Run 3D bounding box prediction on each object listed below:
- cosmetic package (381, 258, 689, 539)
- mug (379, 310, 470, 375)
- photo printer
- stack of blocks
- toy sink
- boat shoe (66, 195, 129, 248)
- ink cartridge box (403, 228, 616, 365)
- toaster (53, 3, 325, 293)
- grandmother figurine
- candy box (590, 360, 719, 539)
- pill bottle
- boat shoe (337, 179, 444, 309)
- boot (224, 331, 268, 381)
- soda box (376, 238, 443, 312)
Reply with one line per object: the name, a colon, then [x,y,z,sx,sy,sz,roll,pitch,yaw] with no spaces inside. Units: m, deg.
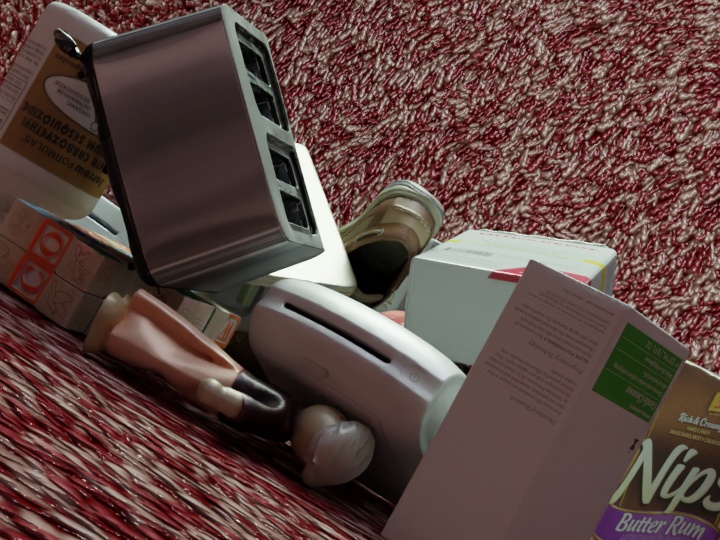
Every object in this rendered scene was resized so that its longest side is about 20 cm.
cosmetic package: [0.112,0.109,0.941,0.084,0.201,0.107,27,1,38]
mug: [0.069,0.128,1.280,0.176,0.135,0.200,20,6,-16]
photo printer: [0.009,0.092,1.047,0.165,0.070,0.201,28,-22,29]
stack of blocks: [-0.182,0.019,1.119,0.115,0.059,0.200,31,-1,20]
toy sink: [-0.101,-0.018,1.296,0.129,0.113,0.201,8,38,-27]
boat shoe: [-0.215,-0.004,1.434,0.200,0.072,0.071,42,-23,5]
ink cartridge box: [0.134,0.025,1.282,0.144,0.084,0.200,9,12,17]
toaster: [-0.115,-0.085,1.078,0.200,0.117,0.183,15,58,-79]
grandmother figurine: [-0.082,0.079,0.971,0.199,0.061,0.121,28,8,4]
candy box: [0.215,0.171,0.991,0.056,0.201,0.116,30,-1,-28]
pill bottle: [-0.250,-0.103,1.202,0.114,0.201,0.114,30,-1,0]
boat shoe: [0.000,0.000,1.297,0.075,0.072,0.200,30,-41,-6]
boot: [-0.125,0.062,1.352,0.200,0.075,0.074,45,-35,15]
soda box: [0.034,0.067,1.412,0.068,0.201,0.064,30,-2,-27]
